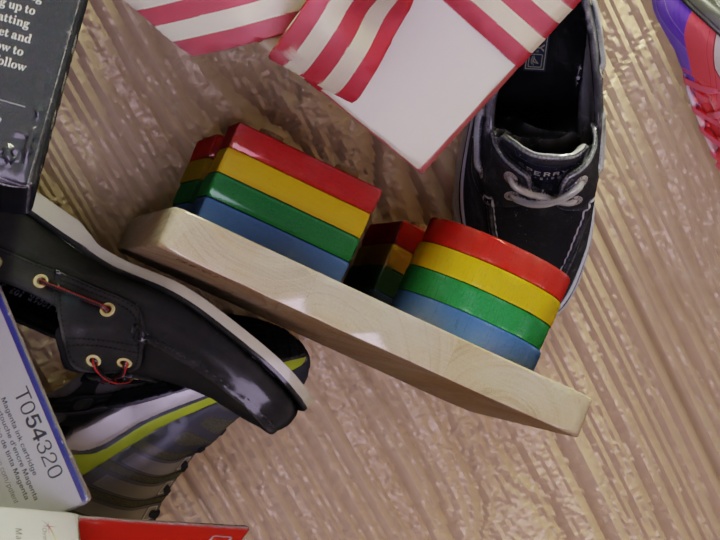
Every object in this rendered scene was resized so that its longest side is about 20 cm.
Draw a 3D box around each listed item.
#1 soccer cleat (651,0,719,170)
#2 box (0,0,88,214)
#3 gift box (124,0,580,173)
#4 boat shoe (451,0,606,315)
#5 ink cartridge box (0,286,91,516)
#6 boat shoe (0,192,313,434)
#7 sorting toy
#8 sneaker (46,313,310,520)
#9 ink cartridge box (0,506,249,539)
[{"bbox_3d":[0.196,-0.063,1.090,0.073,0.068,0.200,-39,113,17],"label":"soccer cleat"},{"bbox_3d":[-0.162,-0.135,0.949,0.104,0.148,0.201,15,84,-8],"label":"box"},{"bbox_3d":[-0.001,-0.172,0.960,0.200,0.187,0.185,33,107,-18],"label":"gift box"},{"bbox_3d":[0.086,-0.059,1.080,0.071,0.068,0.201,3,114,-5],"label":"boat shoe"},{"bbox_3d":[-0.235,0.056,1.059,0.200,0.043,0.197,-25,83,18],"label":"ink cartridge box"},{"bbox_3d":[-0.114,0.026,1.057,0.201,0.074,0.063,30,72,16],"label":"boat shoe"},{"bbox_3d":[0.000,0.000,1.038,0.198,0.200,0.070,25,85,-10],"label":"sorting toy"},{"bbox_3d":[-0.114,0.089,1.121,0.200,0.074,0.081,-26,122,-7],"label":"sneaker"},{"bbox_3d":[-0.164,0.179,1.055,0.173,0.044,0.200,8,140,-24],"label":"ink cartridge box"}]
